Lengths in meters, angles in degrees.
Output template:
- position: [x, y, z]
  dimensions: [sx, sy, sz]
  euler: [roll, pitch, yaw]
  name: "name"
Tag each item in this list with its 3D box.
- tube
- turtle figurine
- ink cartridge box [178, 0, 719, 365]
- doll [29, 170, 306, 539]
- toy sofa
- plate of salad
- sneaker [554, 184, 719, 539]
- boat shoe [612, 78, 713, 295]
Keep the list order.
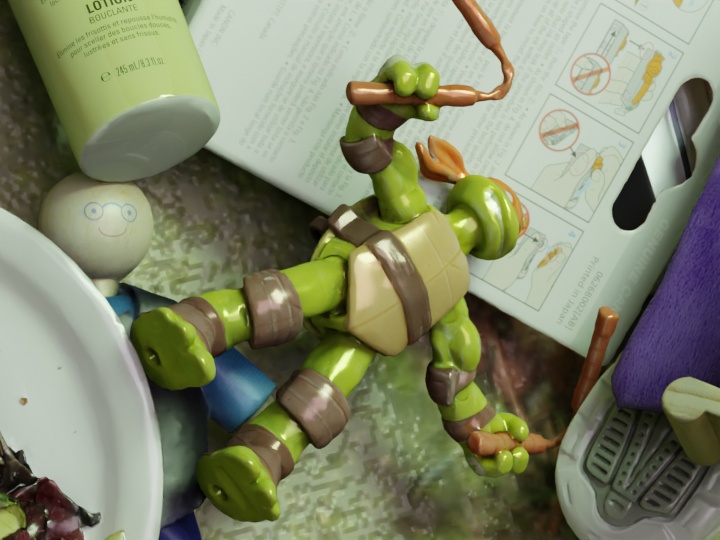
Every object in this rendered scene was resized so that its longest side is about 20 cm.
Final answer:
- position: [-0.106, -0.126, 0.838]
  dimensions: [0.058, 0.052, 0.201]
  euler: [7, 53, -49]
  name: "tube"
- position: [0.000, 0.000, 0.819]
  dimensions: [0.161, 0.064, 0.201]
  euler: [-34, 123, -29]
  name: "turtle figurine"
- position: [0.041, -0.083, 0.878]
  dimensions: [0.200, 0.050, 0.163]
  euler: [29, 93, -18]
  name: "ink cartridge box"
- position: [-0.083, 0.065, 0.821]
  dimensions: [0.136, 0.048, 0.201]
  euler: [-3, 80, -15]
  name: "doll"
- position: [0.157, -0.030, 0.812]
  dimensions: [0.097, 0.083, 0.201]
  euler: [23, 82, 16]
  name: "toy sofa"
- position: [-0.162, 0.067, 0.765]
  dimensions: [0.199, 0.048, 0.201]
  euler: [0, 83, -3]
  name: "plate of salad"
- position: [0.145, 0.024, 0.898]
  dimensions: [0.078, 0.099, 0.200]
  euler: [38, 87, 20]
  name: "sneaker"
- position: [0.122, -0.097, 0.930]
  dimensions: [0.086, 0.075, 0.203]
  euler: [-12, 86, -24]
  name: "boat shoe"
